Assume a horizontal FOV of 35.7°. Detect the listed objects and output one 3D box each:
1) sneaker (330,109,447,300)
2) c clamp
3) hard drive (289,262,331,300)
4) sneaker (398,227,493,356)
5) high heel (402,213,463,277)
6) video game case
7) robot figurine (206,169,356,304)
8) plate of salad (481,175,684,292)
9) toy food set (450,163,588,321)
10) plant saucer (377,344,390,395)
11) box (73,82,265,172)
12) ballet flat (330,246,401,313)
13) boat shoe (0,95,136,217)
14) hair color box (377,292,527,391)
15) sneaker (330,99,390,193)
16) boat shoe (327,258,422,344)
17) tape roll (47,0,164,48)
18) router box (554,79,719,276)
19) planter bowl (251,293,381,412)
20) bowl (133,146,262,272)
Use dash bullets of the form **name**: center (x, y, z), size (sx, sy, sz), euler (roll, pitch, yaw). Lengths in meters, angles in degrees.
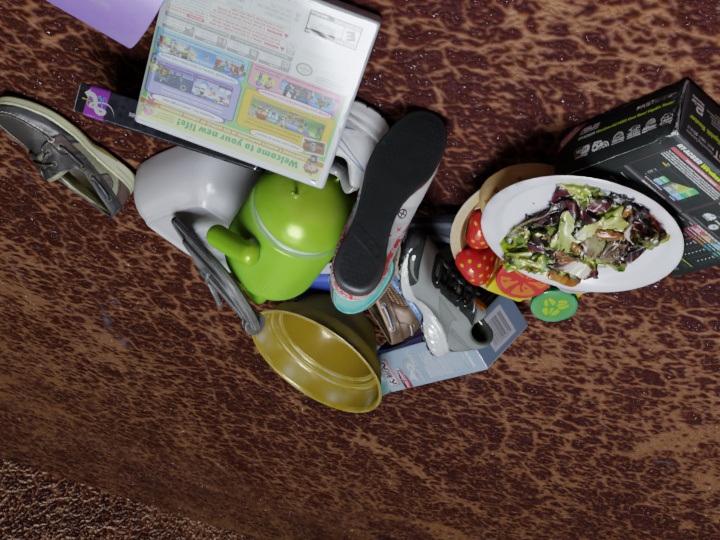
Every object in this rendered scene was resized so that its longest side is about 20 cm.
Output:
- **sneaker**: center (0.023, -0.063, 1.148), size (0.067, 0.204, 0.108), euler (24, 169, 0)
- **c clamp**: center (-0.163, 0.013, 1.323), size (0.200, 0.027, 0.172), euler (39, 160, 54)
- **hard drive**: center (-0.042, 0.016, 1.469), size (0.198, 0.026, 0.131), euler (0, 166, 32)
- **sneaker**: center (0.095, 0.022, 1.252), size (0.078, 0.075, 0.201), euler (-2, 142, 25)
- **high heel**: center (0.139, -0.001, 1.316), size (0.141, 0.072, 0.201), euler (1, 148, 24)
- **video game case**: center (-0.100, -0.189, 1.055), size (0.197, 0.022, 0.184), euler (19, 122, -4)
- **robot figurine**: center (-0.080, -0.044, 1.235), size (0.116, 0.174, 0.200), euler (54, 143, 11)
- **plate of salad**: center (0.213, -0.024, 1.093), size (0.197, 0.049, 0.201), euler (13, 150, 7)
- **toy food set**: center (0.194, -0.031, 1.186), size (0.196, 0.049, 0.201), euler (19, 134, -16)
- **plant saucer**: center (-0.025, 0.154, 1.752), size (0.197, 0.036, 0.201), euler (15, 154, 7)
- **box**: center (-0.192, -0.150, 1.198), size (0.197, 0.037, 0.143), euler (17, -176, 1)
- **ballet flat**: center (0.020, -0.039, 1.251), size (0.067, 0.068, 0.201), euler (22, 126, -6)
- **boat shoe**: center (-0.364, -0.138, 1.367), size (0.199, 0.066, 0.073), euler (33, 152, -26)
- **hair color box**: center (0.113, 0.093, 1.459), size (0.199, 0.099, 0.061), euler (-22, 104, 52)
- **sneaker**: center (-0.063, -0.152, 1.129), size (0.198, 0.088, 0.074), euler (26, 154, -14)
- **boat shoe**: center (0.000, 0.000, 1.323), size (0.200, 0.072, 0.072), euler (48, 166, 0)
- **tape roll**: center (-0.161, -0.274, 0.824), size (0.084, 0.202, 0.200), euler (28, 152, -19)
- **router box**: center (0.304, -0.081, 1.061), size (0.199, 0.063, 0.149), euler (33, 151, -27)
- **planter bowl**: center (-0.041, 0.091, 1.475), size (0.198, 0.084, 0.201), euler (24, 148, 16)
- **bowl**: center (-0.175, -0.066, 1.380), size (0.199, 0.075, 0.199), euler (-10, 142, 46)
